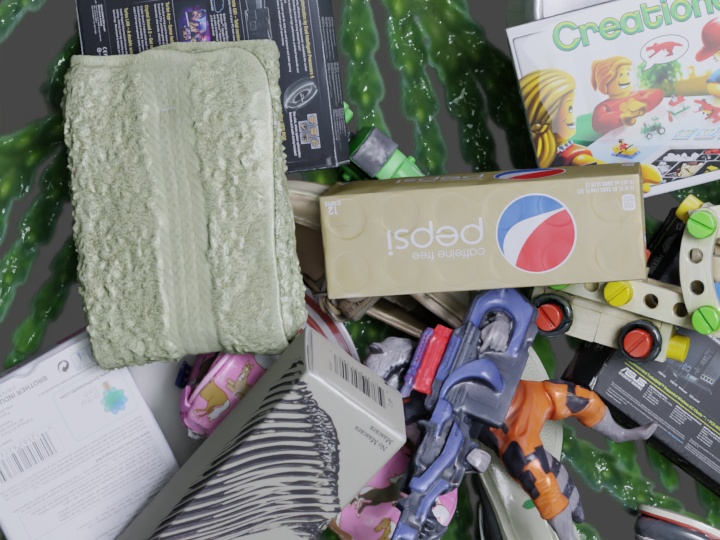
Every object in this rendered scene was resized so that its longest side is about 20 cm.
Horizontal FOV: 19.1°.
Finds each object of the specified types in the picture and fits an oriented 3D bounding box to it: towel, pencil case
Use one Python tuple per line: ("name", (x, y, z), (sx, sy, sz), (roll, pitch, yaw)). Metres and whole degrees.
("towel", (-0.113, -0.042, 1.327), (0.148, 0.036, 0.201), (-6, 87, 12))
("pencil case", (-0.027, 0.115, 1.390), (0.200, 0.083, 0.087), (39, 118, -15))

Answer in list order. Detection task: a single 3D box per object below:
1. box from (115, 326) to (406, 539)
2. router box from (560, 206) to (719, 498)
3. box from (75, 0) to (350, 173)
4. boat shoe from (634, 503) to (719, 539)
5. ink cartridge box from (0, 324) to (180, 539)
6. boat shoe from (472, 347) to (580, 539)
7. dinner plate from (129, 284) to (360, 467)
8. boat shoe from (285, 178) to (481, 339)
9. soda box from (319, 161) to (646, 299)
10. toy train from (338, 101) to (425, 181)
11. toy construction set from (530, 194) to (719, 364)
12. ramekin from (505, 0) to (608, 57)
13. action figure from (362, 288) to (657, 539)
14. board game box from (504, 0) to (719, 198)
("box", (-0.064, 0.137, 1.308), (0.082, 0.068, 0.200), (35, 108, -16))
("router box", (0.262, 0.071, 1.500), (0.200, 0.062, 0.150), (37, 84, -14))
("box", (-0.098, -0.156, 1.364), (0.160, 0.044, 0.201), (-7, 95, 12))
("boat shoe", (0.271, 0.226, 1.510), (0.200, 0.071, 0.063), (30, 87, -19))
("ink cartridge box", (-0.173, 0.147, 1.371), (0.119, 0.042, 0.200), (-29, 98, -13))
("boat shoe", (0.102, 0.142, 1.458), (0.072, 0.068, 0.201), (-8, 82, -23))
("dinner plate", (-0.093, 0.092, 1.422), (0.200, 0.024, 0.201), (-1, 93, -15))
("boat shoe", (0.000, 0.000, 1.409), (0.200, 0.072, 0.065), (23, 61, -15))
("soda box", (0.077, -0.025, 1.331), (0.199, 0.064, 0.068), (-4, 100, 8))
("toy train", (0.013, -0.071, 1.427), (0.200, 0.056, 0.042), (39, 82, -14))
("toy construction set", (0.179, -0.012, 1.413), (0.092, 0.200, 0.131), (-3, 109, -56))
("ramekin", (0.193, -0.173, 1.448), (0.200, 0.105, 0.201), (-1, 94, -15))
("action figure", (0.075, 0.115, 1.371), (0.193, 0.105, 0.200), (34, 66, -5))
("board game box", (0.202, -0.117, 1.355), (0.199, 0.035, 0.127), (-14, 97, 5))
